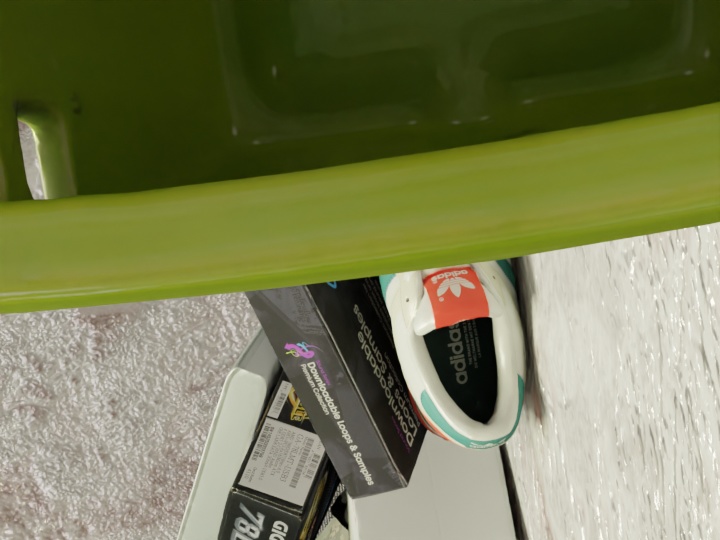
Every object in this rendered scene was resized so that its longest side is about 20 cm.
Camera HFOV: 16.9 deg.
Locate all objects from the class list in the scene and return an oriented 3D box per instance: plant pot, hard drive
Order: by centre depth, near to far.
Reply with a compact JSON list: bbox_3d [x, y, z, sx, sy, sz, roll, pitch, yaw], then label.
[{"bbox_3d":[0.011,-0.094,0.465,0.181,0.200,0.199,63,-161,-84],"label":"plant pot"},{"bbox_3d":[-0.058,0.077,1.483,0.200,0.026,0.132,-58,-12,-65],"label":"hard drive"}]

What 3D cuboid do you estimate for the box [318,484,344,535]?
[{"bbox_3d":[-0.015,0.159,1.889,0.200,0.036,0.143,8,106,61],"label":"box"}]

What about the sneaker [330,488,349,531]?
[{"bbox_3d":[0.024,0.125,1.481,0.076,0.087,0.200,-116,21,-84],"label":"sneaker"}]

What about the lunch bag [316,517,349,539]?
[{"bbox_3d":[0.018,0.259,1.639,0.164,0.117,0.200,-101,11,-50],"label":"lunch bag"}]

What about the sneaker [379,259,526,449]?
[{"bbox_3d":[0.041,-0.011,1.121,0.093,0.070,0.200,-137,35,-81],"label":"sneaker"}]

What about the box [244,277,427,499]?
[{"bbox_3d":[0.000,0.000,1.205,0.143,0.036,0.200,64,-158,-22],"label":"box"}]

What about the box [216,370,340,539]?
[{"bbox_3d":[-0.039,0.118,1.449,0.200,0.050,0.199,106,-173,-49],"label":"box"}]

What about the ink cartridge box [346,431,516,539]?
[{"bbox_3d":[0.039,0.167,1.344,0.145,0.083,0.200,-100,4,-46],"label":"ink cartridge box"}]
